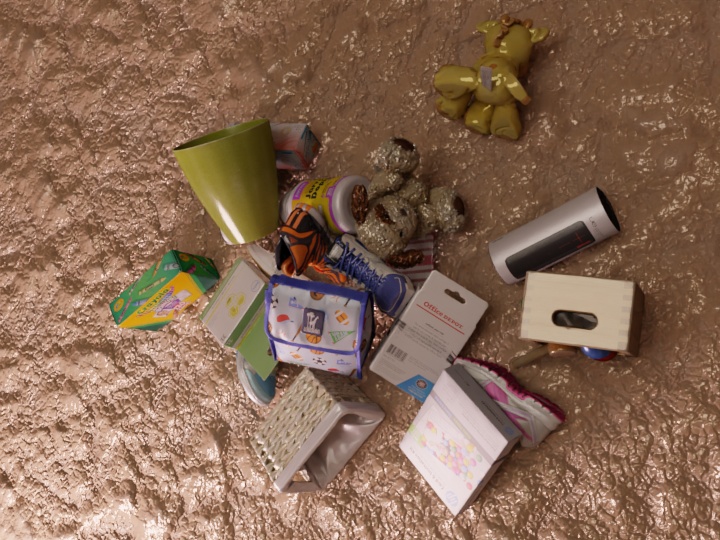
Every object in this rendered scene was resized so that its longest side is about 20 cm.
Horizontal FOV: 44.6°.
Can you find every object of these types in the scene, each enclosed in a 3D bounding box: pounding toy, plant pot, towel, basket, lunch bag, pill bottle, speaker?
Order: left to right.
[{"bbox_3d":[-0.227,-0.159,1.636,0.186,0.187,0.201,-8,109,30],"label":"plant pot"},{"bbox_3d":[-0.080,0.280,1.554,0.200,0.135,0.123,-52,57,14],"label":"basket"},{"bbox_3d":[-0.066,0.085,1.453,0.169,0.200,0.124,11,57,7],"label":"lunch bag"},{"bbox_3d":[-0.064,-0.117,1.608,0.199,0.104,0.105,1,82,49],"label":"pill bottle"},{"bbox_3d":[0.072,-0.038,1.576,0.146,0.030,0.201,-5,76,30],"label":"towel"},{"bbox_3d":[0.309,-0.054,1.401,0.199,0.081,0.082,-28,69,24],"label":"speaker"},{"bbox_3d":[0.316,0.087,1.328,0.199,0.184,0.143,6,84,23],"label":"pounding toy"}]

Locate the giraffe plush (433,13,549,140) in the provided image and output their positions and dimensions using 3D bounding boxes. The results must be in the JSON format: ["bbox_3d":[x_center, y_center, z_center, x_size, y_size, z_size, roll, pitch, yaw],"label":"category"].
[{"bbox_3d":[0.227,-0.340,1.463,0.172,0.200,0.163,26,70,2],"label":"giraffe plush"}]

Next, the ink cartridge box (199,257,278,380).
[{"bbox_3d":[-0.203,0.087,1.629,0.146,0.048,0.200,-55,47,7],"label":"ink cartridge box"}]

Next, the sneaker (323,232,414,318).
[{"bbox_3d":[0.000,0.000,1.497,0.081,0.115,0.200,-59,37,19],"label":"sneaker"}]

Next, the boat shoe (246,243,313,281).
[{"bbox_3d":[-0.144,0.001,1.681,0.069,0.071,0.200,-43,55,-8],"label":"boat shoe"}]

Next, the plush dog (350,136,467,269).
[{"bbox_3d":[0.053,-0.096,1.477,0.200,0.172,0.160,47,141,-11],"label":"plush dog"}]

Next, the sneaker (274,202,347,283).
[{"bbox_3d":[-0.094,-0.019,1.562,0.077,0.200,0.112,13,59,39],"label":"sneaker"}]

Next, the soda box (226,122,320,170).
[{"bbox_3d":[-0.182,-0.246,1.731,0.199,0.064,0.069,7,61,31],"label":"soda box"}]

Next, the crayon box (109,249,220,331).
[{"bbox_3d":[-0.400,0.044,1.794,0.200,0.119,0.058,-38,65,21],"label":"crayon box"}]

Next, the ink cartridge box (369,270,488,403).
[{"bbox_3d":[0.114,0.104,1.473,0.116,0.068,0.201,32,101,-3],"label":"ink cartridge box"}]

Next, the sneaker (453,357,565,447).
[{"bbox_3d":[0.223,0.211,1.406,0.200,0.081,0.089,36,102,28],"label":"sneaker"}]

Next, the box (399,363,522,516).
[{"bbox_3d":[0.156,0.274,1.417,0.156,0.041,0.201,49,134,28],"label":"box"}]

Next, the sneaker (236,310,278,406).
[{"bbox_3d":[-0.167,0.146,1.660,0.130,0.079,0.201,-23,72,28],"label":"sneaker"}]

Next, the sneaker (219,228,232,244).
[{"bbox_3d":[-0.235,-0.157,1.743,0.115,0.075,0.201,-10,104,19],"label":"sneaker"}]
